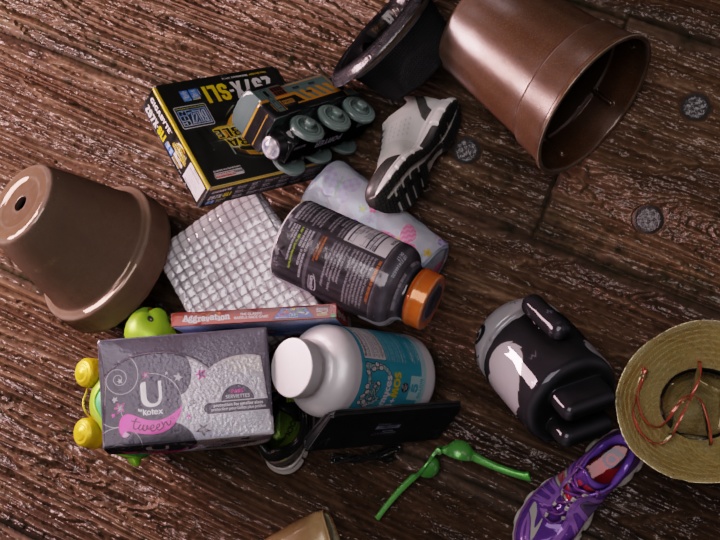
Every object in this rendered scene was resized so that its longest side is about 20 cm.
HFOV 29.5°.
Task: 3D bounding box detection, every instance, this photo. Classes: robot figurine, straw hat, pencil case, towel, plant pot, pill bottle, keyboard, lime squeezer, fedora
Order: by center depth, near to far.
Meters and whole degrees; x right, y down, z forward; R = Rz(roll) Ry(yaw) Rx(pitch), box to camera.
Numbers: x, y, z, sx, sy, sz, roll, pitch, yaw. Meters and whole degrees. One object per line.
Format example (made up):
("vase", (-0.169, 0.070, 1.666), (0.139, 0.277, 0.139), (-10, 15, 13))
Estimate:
("straw hat", (0.396, 0.157, 1.604), (0.200, 0.085, 0.202), (-1, 78, 6))
("robot figurine", (0.216, 0.119, 1.611), (0.150, 0.125, 0.200), (-55, 41, 15))
("pill bottle", (-0.011, 0.123, 1.640), (0.111, 0.200, 0.111), (-9, 77, 43))
("pill bottle", (0.000, 0.000, 1.645), (0.200, 0.106, 0.106), (25, 86, 18))
("keyboard", (0.019, 0.196, 1.651), (0.127, 0.200, 0.021), (-56, 46, 38))
("plant pot", (0.214, -0.254, 1.680), (0.198, 0.200, 0.200), (41, 91, 24))
("lime squeezer", (0.104, 0.249, 1.691), (0.199, 0.038, 0.071), (-17, 107, 9))
("pencil case", (0.017, -0.052, 1.738), (0.200, 0.083, 0.091), (38, 94, 17))
("plant pot", (-0.371, -0.043, 1.746), (0.200, 0.175, 0.201), (-23, 51, 31))
("fedora", (0.056, -0.284, 1.747), (0.092, 0.201, 0.201), (42, 91, -14))
("towel", (-0.146, 0.014, 1.766), (0.165, 0.086, 0.200), (-33, 74, 2))

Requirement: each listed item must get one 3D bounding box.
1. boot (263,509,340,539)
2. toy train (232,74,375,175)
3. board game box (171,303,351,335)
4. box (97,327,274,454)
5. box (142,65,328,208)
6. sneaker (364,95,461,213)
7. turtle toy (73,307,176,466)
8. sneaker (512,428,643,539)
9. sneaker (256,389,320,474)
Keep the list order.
("boot", (-0.105, 0.412, 1.689), (0.200, 0.066, 0.176), (-23, 75, 7))
("toy train", (-0.069, -0.194, 1.738), (0.114, 0.200, 0.085), (46, 130, 16))
("board game box", (-0.117, 0.063, 1.653), (0.199, 0.103, 0.020), (-3, 77, 9))
("box", (-0.206, 0.145, 1.620), (0.199, 0.115, 0.133), (-4, 79, -7))
("box", (-0.158, -0.175, 1.756), (0.160, 0.200, 0.049), (59, 139, 18))
("sneaker", (0.053, -0.148, 1.733), (0.080, 0.074, 0.200), (16, 51, 25))
("turtle toy", (-0.277, 0.146, 1.728), (0.101, 0.146, 0.201), (-10, 76, 40))
("sneaker", (0.252, 0.261, 1.621), (0.081, 0.083, 0.200), (41, 92, 17))
("sneaker", (-0.077, 0.158, 1.718), (0.074, 0.087, 0.200), (21, 85, 16))
